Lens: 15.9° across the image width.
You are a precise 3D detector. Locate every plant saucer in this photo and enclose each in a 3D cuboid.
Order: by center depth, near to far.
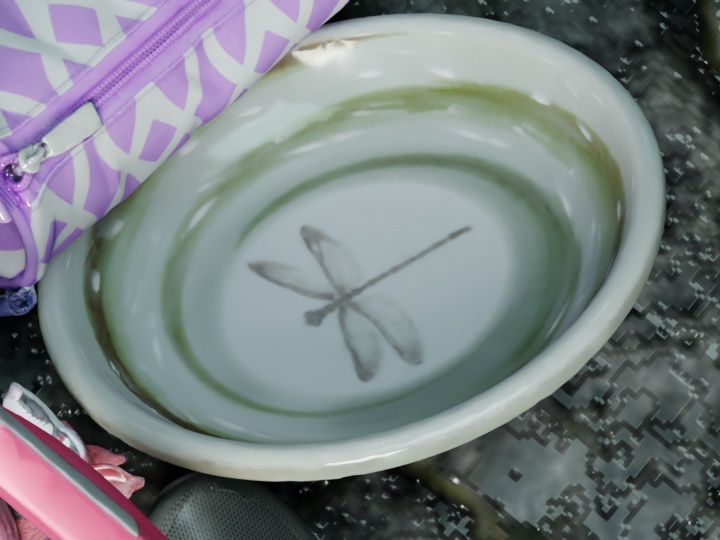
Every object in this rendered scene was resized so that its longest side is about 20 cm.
[{"bbox_3d":[0.000,0.000,0.813,0.200,0.050,0.200,-10,44,9],"label":"plant saucer"}]

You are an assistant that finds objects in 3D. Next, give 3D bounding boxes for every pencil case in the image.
[{"bbox_3d":[-0.068,-0.080,0.818,0.084,0.085,0.200,49,65,-11],"label":"pencil case"}]

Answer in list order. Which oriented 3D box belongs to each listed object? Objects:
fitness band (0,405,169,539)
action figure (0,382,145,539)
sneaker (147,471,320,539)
[{"bbox_3d":[-0.112,0.118,0.707,0.144,0.037,0.200,-44,105,2],"label":"fitness band"},{"bbox_3d":[-0.161,0.083,0.747,0.200,0.134,0.149,-7,74,-5],"label":"action figure"},{"bbox_3d":[-0.012,0.150,0.774,0.074,0.085,0.200,-19,78,-14],"label":"sneaker"}]
